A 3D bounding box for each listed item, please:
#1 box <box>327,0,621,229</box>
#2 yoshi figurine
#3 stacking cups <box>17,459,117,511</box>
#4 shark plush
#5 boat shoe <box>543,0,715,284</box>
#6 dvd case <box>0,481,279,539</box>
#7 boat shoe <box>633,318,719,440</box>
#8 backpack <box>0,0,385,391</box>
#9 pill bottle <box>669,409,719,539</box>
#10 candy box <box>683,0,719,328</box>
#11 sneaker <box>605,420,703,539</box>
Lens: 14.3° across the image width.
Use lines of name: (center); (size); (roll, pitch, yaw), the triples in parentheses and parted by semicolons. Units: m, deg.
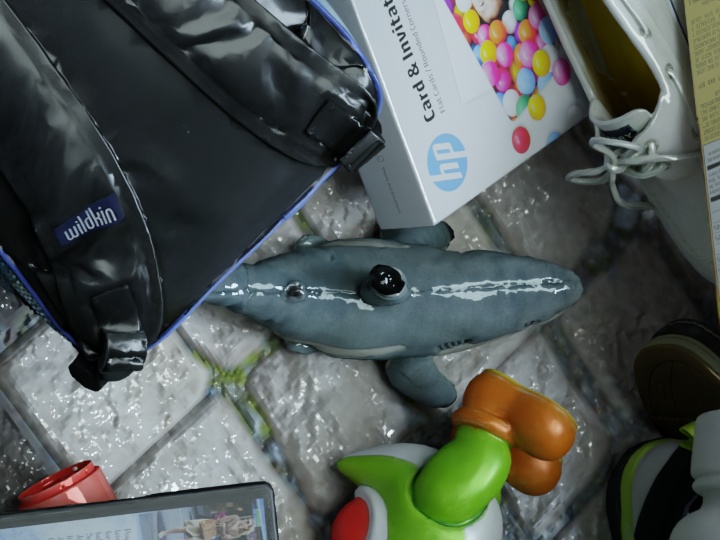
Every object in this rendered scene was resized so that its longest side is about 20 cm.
box: (0.058, -0.133, 1.358); (0.200, 0.041, 0.156); (-34, 111, -38)
yoshi figurine: (0.036, 0.152, 1.302); (0.112, 0.112, 0.200); (48, 68, -29)
stacking cups: (-0.086, 0.178, 1.246); (0.060, 0.060, 0.200); (-30, 101, -31)
shark plush: (0.000, 0.000, 1.309); (0.200, 0.083, 0.091); (17, 75, -30)
boat shoe: (0.132, -0.071, 1.350); (0.086, 0.075, 0.202); (-36, 111, -40)
dvd case: (-0.127, 0.170, 1.205); (0.200, 0.018, 0.143); (-6, 89, -11)
boat shoe: (0.212, 0.083, 1.446); (0.200, 0.073, 0.065); (46, 58, -30)
backpack: (-0.118, -0.090, 1.193); (0.183, 0.147, 0.200); (-43, 112, -4)
pill bottle: (0.190, 0.166, 1.269); (0.113, 0.113, 0.200); (13, 76, -31)
candy box: (0.213, -0.049, 1.331); (0.115, 0.055, 0.200); (13, 64, -41)
sneaker: (0.177, 0.173, 1.400); (0.072, 0.083, 0.200); (-23, 97, -32)
